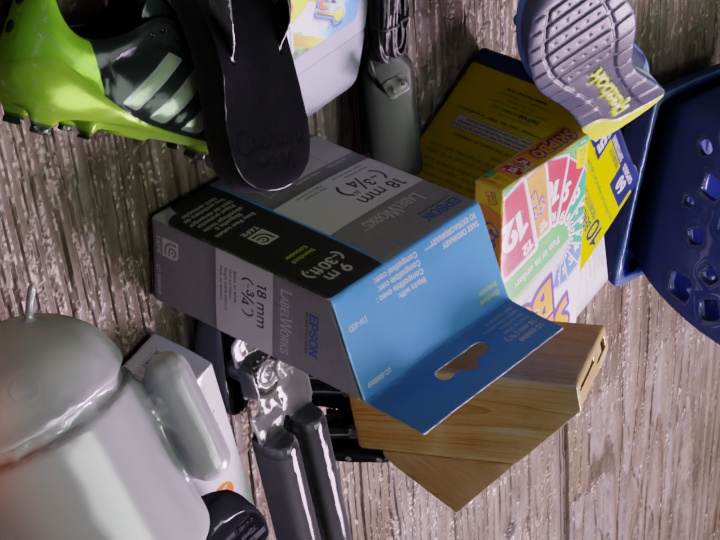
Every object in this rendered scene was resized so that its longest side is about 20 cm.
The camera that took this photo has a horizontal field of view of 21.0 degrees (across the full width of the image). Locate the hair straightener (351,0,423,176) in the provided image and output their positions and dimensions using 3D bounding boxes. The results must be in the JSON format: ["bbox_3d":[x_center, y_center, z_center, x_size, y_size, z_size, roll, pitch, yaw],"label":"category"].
[{"bbox_3d":[0.023,-0.137,1.184,0.041,0.077,0.200,-10,126,-16],"label":"hair straightener"}]

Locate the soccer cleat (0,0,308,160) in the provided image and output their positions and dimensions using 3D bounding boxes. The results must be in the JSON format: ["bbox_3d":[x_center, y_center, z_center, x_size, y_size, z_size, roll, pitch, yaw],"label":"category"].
[{"bbox_3d":[-0.099,-0.103,1.007,0.200,0.067,0.081,6,100,-44],"label":"soccer cleat"}]

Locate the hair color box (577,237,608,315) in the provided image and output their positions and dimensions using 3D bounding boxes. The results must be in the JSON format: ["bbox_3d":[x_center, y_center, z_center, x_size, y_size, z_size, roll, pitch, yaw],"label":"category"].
[{"bbox_3d":[0.106,0.029,1.452,0.200,0.061,0.099,-48,145,-29],"label":"hair color box"}]

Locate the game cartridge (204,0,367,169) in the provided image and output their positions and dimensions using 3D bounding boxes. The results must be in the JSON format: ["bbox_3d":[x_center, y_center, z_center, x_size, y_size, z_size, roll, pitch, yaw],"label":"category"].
[{"bbox_3d":[-0.047,-0.168,1.098,0.133,0.040,0.200,-43,143,-40],"label":"game cartridge"}]

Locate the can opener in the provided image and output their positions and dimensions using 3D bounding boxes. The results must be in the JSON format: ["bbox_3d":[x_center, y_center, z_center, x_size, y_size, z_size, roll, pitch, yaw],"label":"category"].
[{"bbox_3d":[-0.056,0.103,1.223,0.053,0.067,0.200,-39,133,-35],"label":"can opener"}]

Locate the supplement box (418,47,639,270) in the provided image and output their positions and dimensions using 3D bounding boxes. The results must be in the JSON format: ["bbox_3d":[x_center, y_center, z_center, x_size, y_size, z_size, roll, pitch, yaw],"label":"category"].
[{"bbox_3d":[0.089,-0.032,1.333,0.200,0.109,0.109,-56,149,-15],"label":"supplement box"}]

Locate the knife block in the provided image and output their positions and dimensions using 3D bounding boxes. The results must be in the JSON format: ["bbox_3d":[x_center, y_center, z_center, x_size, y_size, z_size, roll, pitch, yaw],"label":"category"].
[{"bbox_3d":[0.031,0.060,1.218,0.200,0.176,0.064,-45,-171,42],"label":"knife block"}]

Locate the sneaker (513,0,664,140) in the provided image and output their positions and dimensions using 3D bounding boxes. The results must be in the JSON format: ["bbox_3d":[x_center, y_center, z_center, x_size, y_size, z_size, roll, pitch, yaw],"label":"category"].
[{"bbox_3d":[0.130,-0.150,1.204,0.074,0.082,0.200,-29,157,6],"label":"sneaker"}]

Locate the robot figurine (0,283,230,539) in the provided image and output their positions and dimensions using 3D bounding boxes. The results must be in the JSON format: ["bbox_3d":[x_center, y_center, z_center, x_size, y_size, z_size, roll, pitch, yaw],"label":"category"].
[{"bbox_3d":[-0.154,0.107,1.007,0.169,0.113,0.200,-26,106,-1],"label":"robot figurine"}]

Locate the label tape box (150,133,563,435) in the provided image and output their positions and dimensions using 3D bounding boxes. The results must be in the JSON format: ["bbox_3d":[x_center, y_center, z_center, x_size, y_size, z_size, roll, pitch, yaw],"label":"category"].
[{"bbox_3d":[0.000,0.000,1.124,0.144,0.200,0.063,-33,137,-43],"label":"label tape box"}]

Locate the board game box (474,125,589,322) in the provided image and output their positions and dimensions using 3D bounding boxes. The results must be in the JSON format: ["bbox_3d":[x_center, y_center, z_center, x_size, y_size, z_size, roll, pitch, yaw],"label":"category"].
[{"bbox_3d":[0.108,0.013,1.262,0.096,0.030,0.200,-33,137,-41],"label":"board game box"}]

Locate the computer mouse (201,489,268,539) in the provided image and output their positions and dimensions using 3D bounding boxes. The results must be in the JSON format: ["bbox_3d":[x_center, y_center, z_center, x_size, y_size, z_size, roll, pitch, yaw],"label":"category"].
[{"bbox_3d":[-0.084,0.190,1.210,0.059,0.034,0.200,-42,152,-22],"label":"computer mouse"}]

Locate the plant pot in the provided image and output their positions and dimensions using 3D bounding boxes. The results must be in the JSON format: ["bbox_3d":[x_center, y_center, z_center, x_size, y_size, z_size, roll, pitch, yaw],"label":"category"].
[{"bbox_3d":[0.318,-0.065,1.600,0.200,0.180,0.200,-24,129,-49],"label":"plant pot"}]

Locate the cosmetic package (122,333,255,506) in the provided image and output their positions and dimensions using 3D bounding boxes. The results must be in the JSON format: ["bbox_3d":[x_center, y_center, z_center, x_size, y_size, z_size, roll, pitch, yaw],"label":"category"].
[{"bbox_3d":[-0.152,0.159,1.149,0.200,0.052,0.151,-48,148,-28],"label":"cosmetic package"}]

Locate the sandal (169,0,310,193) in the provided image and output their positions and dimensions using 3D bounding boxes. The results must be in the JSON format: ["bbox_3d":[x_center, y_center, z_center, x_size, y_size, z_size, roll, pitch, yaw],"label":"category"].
[{"bbox_3d":[-0.061,-0.139,0.980,0.076,0.043,0.200,-29,107,-41],"label":"sandal"}]
